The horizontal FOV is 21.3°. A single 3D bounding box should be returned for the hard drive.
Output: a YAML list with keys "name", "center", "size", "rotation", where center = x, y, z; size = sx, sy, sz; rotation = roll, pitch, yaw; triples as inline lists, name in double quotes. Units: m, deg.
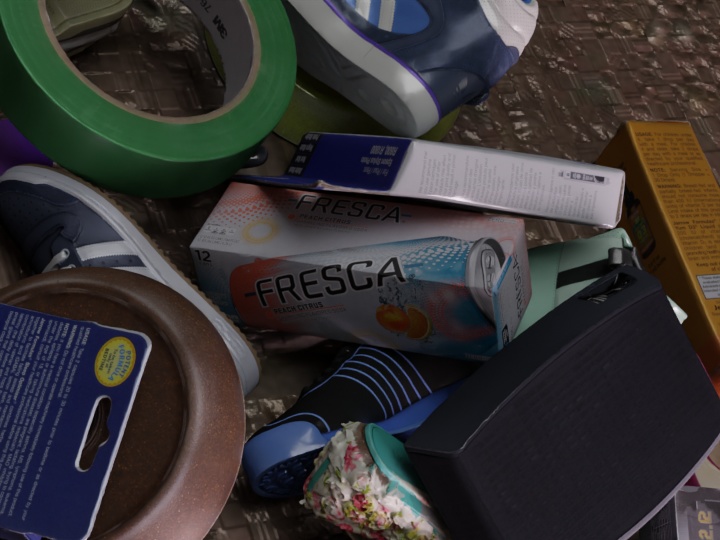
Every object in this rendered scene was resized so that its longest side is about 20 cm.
- name: "hard drive"
  center: [0.129, 0.097, 1.109]
  size: [0.200, 0.042, 0.135]
  rotation: [-36, 104, -31]

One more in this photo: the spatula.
- name: "spatula"
  center: [-0.156, -0.073, 1.206]
  size: [0.198, 0.021, 0.057]
  rotation: [0, 50, -14]

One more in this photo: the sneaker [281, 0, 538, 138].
- name: "sneaker"
  center: [0.024, -0.190, 1.282]
  size: [0.146, 0.081, 0.200]
  rotation: [-41, 67, -17]

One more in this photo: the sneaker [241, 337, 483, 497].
- name: "sneaker"
  center: [-0.002, 0.077, 1.172]
  size: [0.199, 0.070, 0.078]
  rotation: [-15, 63, -41]

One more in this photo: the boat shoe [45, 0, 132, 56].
- name: "boat shoe"
  center: [-0.239, -0.148, 1.210]
  size: [0.199, 0.068, 0.075]
  rotation: [-15, 69, -34]

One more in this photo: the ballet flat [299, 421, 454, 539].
- name: "ballet flat"
  center: [0.041, 0.154, 1.129]
  size: [0.200, 0.064, 0.076]
  rotation: [39, 23, -31]

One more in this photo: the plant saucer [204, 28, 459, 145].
- name: "plant saucer"
  center: [-0.012, -0.166, 1.357]
  size: [0.199, 0.031, 0.201]
  rotation: [12, 54, -17]

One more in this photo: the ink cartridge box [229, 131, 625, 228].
- name: "ink cartridge box"
  center: [0.034, -0.063, 1.212]
  size: [0.199, 0.199, 0.041]
  rotation: [6, 93, -22]

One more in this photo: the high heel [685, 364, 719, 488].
- name: "high heel"
  center: [0.237, 0.115, 1.237]
  size: [0.200, 0.096, 0.067]
  rotation: [46, 48, 10]

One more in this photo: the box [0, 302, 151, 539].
- name: "box"
  center: [-0.217, 0.073, 1.021]
  size: [0.199, 0.032, 0.122]
  rotation: [12, 69, 14]

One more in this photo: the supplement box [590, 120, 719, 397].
- name: "supplement box"
  center: [0.228, -0.008, 1.340]
  size: [0.068, 0.067, 0.201]
  rotation: [-5, 61, -28]

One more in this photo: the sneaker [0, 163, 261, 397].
- name: "sneaker"
  center: [-0.161, 0.029, 1.124]
  size: [0.200, 0.070, 0.109]
  rotation: [41, 48, 2]

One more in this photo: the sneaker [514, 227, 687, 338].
- name: "sneaker"
  center: [0.152, 0.072, 1.185]
  size: [0.074, 0.118, 0.202]
  rotation: [17, 55, -65]

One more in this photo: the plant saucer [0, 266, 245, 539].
- name: "plant saucer"
  center: [-0.163, 0.084, 1.044]
  size: [0.199, 0.035, 0.202]
  rotation: [-4, 65, 8]

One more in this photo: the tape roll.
- name: "tape roll"
  center: [-0.138, -0.143, 1.187]
  size: [0.199, 0.048, 0.202]
  rotation: [15, 55, -23]

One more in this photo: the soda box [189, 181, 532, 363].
- name: "soda box"
  center: [0.000, 0.000, 1.163]
  size: [0.199, 0.064, 0.069]
  rotation: [7, 43, 21]

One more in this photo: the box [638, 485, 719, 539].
- name: "box"
  center: [0.253, 0.238, 1.165]
  size: [0.157, 0.048, 0.201]
  rotation: [7, 67, -20]
